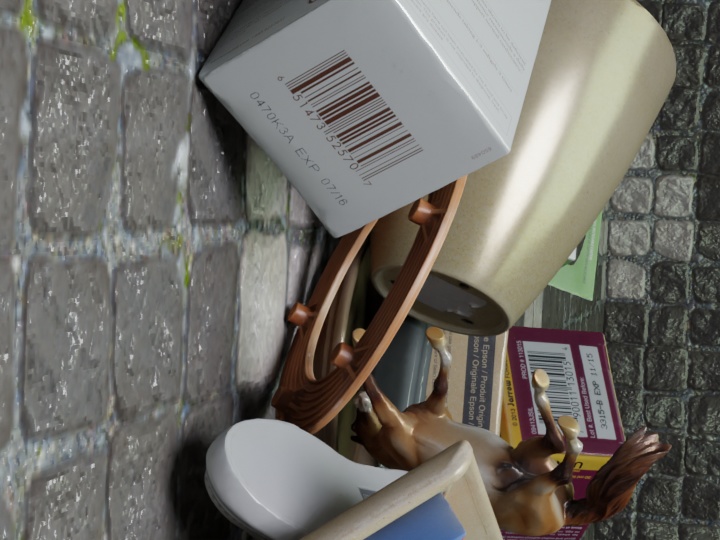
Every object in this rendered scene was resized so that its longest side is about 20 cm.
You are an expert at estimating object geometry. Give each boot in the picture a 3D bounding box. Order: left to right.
[{"bbox_3d":[-0.036,0.142,0.784,0.200,0.095,0.074,29,32,-49],"label":"boot"}]

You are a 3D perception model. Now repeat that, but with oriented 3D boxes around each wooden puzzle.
[{"bbox_3d":[-0.006,0.178,0.744,0.046,0.185,0.200,56,-7,28],"label":"wooden puzzle"}]

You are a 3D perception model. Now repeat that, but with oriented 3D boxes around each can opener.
[{"bbox_3d":[0.031,0.102,0.958,0.053,0.066,0.201,68,25,-60],"label":"can opener"}]

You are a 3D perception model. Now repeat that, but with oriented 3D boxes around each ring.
[{"bbox_3d":[0.000,0.000,0.821,0.201,0.019,0.201,-55,-165,24],"label":"ring"}]

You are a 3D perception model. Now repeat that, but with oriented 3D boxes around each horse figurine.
[{"bbox_3d":[0.069,0.098,0.832,0.050,0.200,0.133,-51,150,-37],"label":"horse figurine"}]

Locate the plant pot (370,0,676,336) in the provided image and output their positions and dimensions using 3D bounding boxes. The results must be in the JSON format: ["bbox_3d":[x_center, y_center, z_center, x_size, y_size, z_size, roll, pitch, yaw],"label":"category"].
[{"bbox_3d":[0.082,-0.068,0.947,0.187,0.187,0.200,66,43,-60],"label":"plant pot"}]

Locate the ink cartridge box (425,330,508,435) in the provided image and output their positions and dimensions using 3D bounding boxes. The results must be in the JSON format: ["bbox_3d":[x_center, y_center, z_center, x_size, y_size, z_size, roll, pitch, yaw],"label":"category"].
[{"bbox_3d":[0.067,0.085,1.114,0.200,0.075,0.165,65,28,-86],"label":"ink cartridge box"}]

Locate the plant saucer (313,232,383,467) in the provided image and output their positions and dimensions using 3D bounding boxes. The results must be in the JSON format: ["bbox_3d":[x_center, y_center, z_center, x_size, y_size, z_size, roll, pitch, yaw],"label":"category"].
[{"bbox_3d":[-0.004,0.069,0.985,0.200,0.029,0.201,4,90,-77],"label":"plant saucer"}]

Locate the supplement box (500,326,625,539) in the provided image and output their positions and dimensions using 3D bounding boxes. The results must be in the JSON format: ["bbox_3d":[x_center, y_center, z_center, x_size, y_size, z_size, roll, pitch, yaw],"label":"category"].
[{"bbox_3d":[0.142,0.159,1.265,0.200,0.103,0.131,108,-17,-48],"label":"supplement box"}]

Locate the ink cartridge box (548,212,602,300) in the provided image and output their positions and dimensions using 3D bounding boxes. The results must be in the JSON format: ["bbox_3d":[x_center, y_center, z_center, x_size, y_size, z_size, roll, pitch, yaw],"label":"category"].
[{"bbox_3d":[0.109,-0.059,1.090,0.059,0.200,0.104,-33,-136,58],"label":"ink cartridge box"}]

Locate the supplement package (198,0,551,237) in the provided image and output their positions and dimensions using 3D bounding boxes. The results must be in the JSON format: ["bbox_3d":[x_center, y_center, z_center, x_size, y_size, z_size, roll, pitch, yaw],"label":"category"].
[{"bbox_3d":[0.018,-0.136,0.792,0.117,0.117,0.200,49,35,-22],"label":"supplement package"}]
